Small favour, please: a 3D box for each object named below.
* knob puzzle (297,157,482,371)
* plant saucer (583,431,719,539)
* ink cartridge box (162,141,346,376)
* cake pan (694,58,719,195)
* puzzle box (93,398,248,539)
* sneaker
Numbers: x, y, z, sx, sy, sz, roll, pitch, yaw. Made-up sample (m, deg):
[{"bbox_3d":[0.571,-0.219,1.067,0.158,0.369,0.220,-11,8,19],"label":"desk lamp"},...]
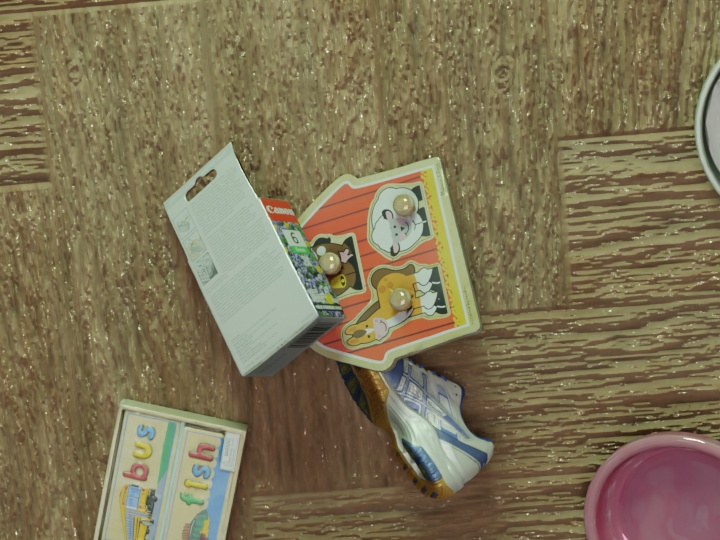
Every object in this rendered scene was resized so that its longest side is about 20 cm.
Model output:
[{"bbox_3d":[0.000,0.000,1.586,0.219,0.030,0.220,-5,77,20],"label":"knob puzzle"},{"bbox_3d":[0.319,0.246,1.617,0.200,0.051,0.201,9,111,24],"label":"plant saucer"},{"bbox_3d":[-0.104,-0.010,1.594,0.109,0.050,0.200,-38,67,28],"label":"ink cartridge box"},{"bbox_3d":[0.416,-0.140,1.587,0.200,0.037,0.201,0,99,2],"label":"cake pan"},{"bbox_3d":[-0.196,0.238,1.677,0.133,0.025,0.200,11,100,1],"label":"puzzle box"},{"bbox_3d":[0.052,0.123,1.637,0.088,0.075,0.200,-32,89,-22],"label":"sneaker"}]
